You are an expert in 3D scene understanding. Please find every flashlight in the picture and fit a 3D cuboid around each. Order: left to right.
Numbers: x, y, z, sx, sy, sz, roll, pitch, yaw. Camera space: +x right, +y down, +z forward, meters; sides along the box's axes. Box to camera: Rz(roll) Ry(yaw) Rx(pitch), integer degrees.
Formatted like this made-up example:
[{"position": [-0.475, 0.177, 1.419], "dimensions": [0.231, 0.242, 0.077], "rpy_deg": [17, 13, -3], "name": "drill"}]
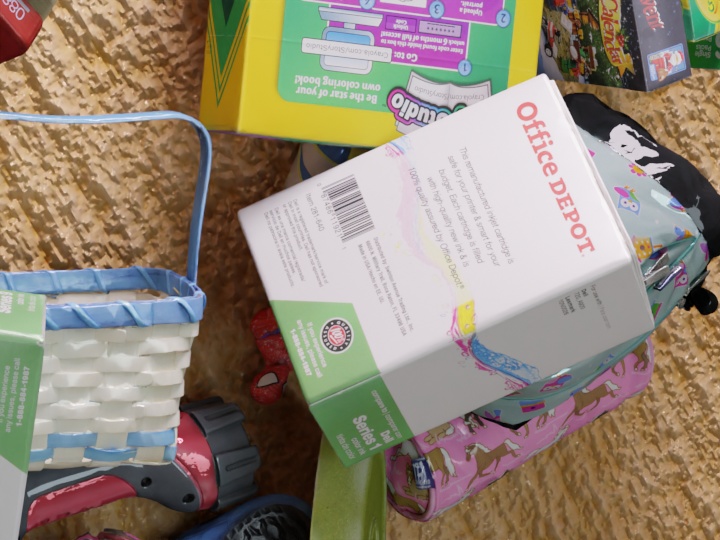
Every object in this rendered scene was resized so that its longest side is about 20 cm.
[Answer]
[{"position": [-0.159, 0.133, 1.694], "dimensions": [0.199, 0.068, 0.068], "rpy_deg": [-19, 142, -26], "name": "flashlight"}]

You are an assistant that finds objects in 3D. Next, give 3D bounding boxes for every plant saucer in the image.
[{"position": [-0.006, 0.176, 1.728], "dimensions": [0.031, 0.200, 0.201], "rpy_deg": [4, 98, 6], "name": "plant saucer"}]

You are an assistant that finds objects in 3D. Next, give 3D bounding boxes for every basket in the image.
[{"position": [-0.174, 0.009, 1.614], "dimensions": [0.175, 0.139, 0.201], "rpy_deg": [1, 102, -20], "name": "basket"}]

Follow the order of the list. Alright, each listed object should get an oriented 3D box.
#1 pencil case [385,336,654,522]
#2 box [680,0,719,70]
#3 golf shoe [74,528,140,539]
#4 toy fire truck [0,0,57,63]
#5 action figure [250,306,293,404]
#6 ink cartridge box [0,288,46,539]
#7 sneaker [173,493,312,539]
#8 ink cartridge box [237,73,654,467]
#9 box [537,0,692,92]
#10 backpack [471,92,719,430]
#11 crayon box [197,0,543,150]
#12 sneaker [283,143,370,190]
[{"position": [0.094, 0.082, 1.833], "dimensions": [0.199, 0.087, 0.083], "rpy_deg": [-28, 82, -26], "name": "pencil case"}, {"position": [0.175, -0.222, 1.810], "dimensions": [0.048, 0.117, 0.201], "rpy_deg": [-24, 110, -33], "name": "box"}, {"position": [-0.187, 0.243, 1.651], "dimensions": [0.072, 0.092, 0.201], "rpy_deg": [28, 106, -9], "name": "golf shoe"}, {"position": [-0.272, -0.146, 1.528], "dimensions": [0.176, 0.128, 0.201], "rpy_deg": [50, 44, -28], "name": "toy fire truck"}, {"position": [0.000, 0.000, 1.754], "dimensions": [0.065, 0.099, 0.201], "rpy_deg": [37, 81, -29], "name": "action figure"}, {"position": [-0.272, 0.077, 1.505], "dimensions": [0.199, 0.088, 0.146], "rpy_deg": [7, 106, -8], "name": "ink cartridge box"}, {"position": [-0.112, 0.198, 1.735], "dimensions": [0.199, 0.078, 0.066], "rpy_deg": [-29, 95, -4], "name": "sneaker"}, {"position": [0.049, -0.001, 1.635], "dimensions": [0.199, 0.145, 0.084], "rpy_deg": [-24, 145, 3], "name": "ink cartridge box"}, {"position": [0.134, -0.216, 1.775], "dimensions": [0.038, 0.136, 0.201], "rpy_deg": [-20, 107, -28], "name": "box"}, {"position": [0.115, -0.006, 1.762], "dimensions": [0.200, 0.167, 0.127], "rpy_deg": [-44, 156, -23], "name": "backpack"}, {"position": [0.011, -0.157, 1.673], "dimensions": [0.199, 0.058, 0.174], "rpy_deg": [5, 93, -30], "name": "crayon box"}, {"position": [-0.015, -0.132, 1.745], "dimensions": [0.105, 0.076, 0.201], "rpy_deg": [35, 75, -16], "name": "sneaker"}]
